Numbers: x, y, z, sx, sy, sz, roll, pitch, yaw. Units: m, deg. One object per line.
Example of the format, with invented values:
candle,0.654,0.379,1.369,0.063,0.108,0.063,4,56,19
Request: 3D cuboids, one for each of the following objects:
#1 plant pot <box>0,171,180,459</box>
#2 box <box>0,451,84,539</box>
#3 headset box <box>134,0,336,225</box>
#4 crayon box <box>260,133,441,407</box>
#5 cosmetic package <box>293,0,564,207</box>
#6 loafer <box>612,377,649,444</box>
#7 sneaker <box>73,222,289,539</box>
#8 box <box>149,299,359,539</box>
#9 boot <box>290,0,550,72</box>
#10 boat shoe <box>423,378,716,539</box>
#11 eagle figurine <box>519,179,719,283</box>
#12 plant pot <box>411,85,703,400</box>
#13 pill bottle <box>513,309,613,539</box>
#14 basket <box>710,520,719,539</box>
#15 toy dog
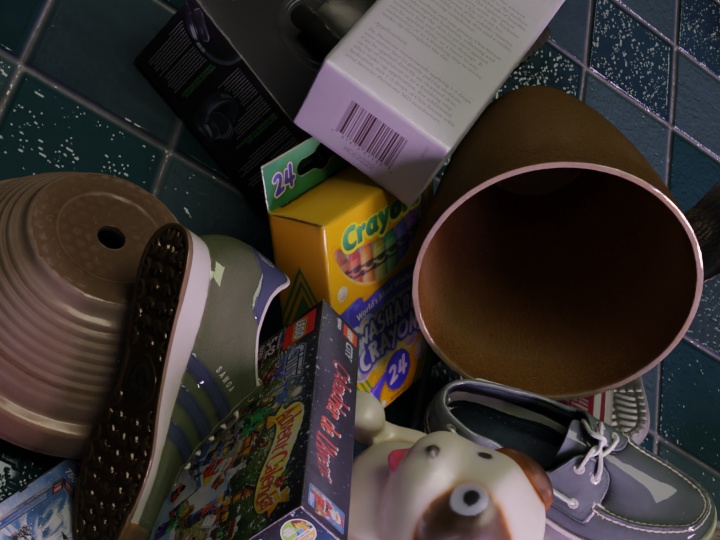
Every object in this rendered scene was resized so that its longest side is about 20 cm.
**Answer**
plant pot,-0.167,0.006,0.826,0.200,0.093,0.201,19,45,-20
box,-0.148,0.213,0.785,0.137,0.040,0.200,-31,87,-46
headset box,-0.038,-0.140,1.041,0.200,0.093,0.174,52,46,-4
crayon box,0.000,0.000,0.938,0.126,0.051,0.201,-36,130,-43
cosmetic package,0.052,-0.149,0.925,0.101,0.071,0.200,37,54,2
loafer,0.200,0.086,1.133,0.075,0.070,0.200,11,42,1
sneaker,-0.095,0.077,0.775,0.090,0.067,0.201,10,99,-41
box,-0.066,0.117,0.793,0.038,0.136,0.200,45,22,-21
boot,0.052,-0.185,1.026,0.138,0.077,0.200,49,45,0
boat shoe,0.134,0.124,0.868,0.199,0.062,0.073,22,61,13
eagle figurine,0.220,-0.012,1.077,0.199,0.151,0.152,0,35,-3
plant pot,0.127,-0.044,0.945,0.186,0.186,0.200,33,29,-20
pill bottle,0.124,0.136,0.966,0.109,0.110,0.200,30,49,-23
basket,0.255,0.247,0.877,0.123,0.200,0.136,10,89,-39
toy dog,0.025,0.171,0.838,0.194,0.200,0.139,54,46,0
